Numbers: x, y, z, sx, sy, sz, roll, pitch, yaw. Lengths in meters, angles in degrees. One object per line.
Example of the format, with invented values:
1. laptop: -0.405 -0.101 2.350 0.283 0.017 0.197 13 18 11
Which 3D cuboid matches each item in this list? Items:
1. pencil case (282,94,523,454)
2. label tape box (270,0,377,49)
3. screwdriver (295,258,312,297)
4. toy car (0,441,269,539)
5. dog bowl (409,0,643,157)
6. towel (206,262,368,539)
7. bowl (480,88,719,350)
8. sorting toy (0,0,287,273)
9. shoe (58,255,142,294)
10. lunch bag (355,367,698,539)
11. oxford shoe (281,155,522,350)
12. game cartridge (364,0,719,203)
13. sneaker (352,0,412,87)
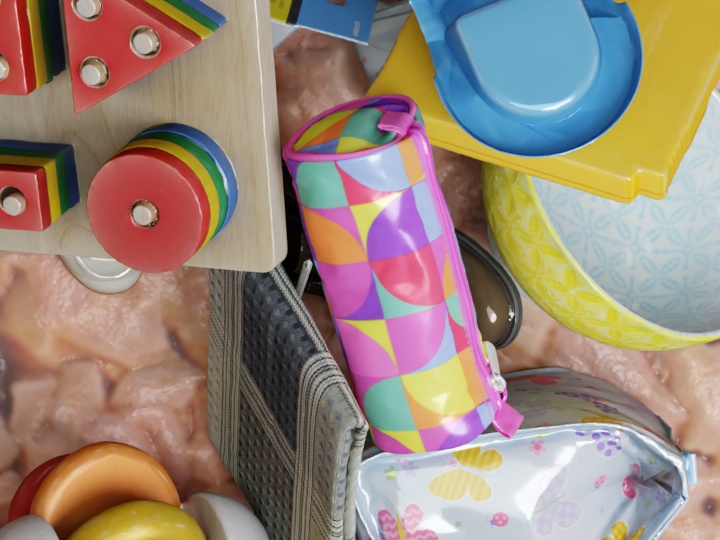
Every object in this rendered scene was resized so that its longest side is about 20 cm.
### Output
1. pencil case: 0.023 0.005 1.436 0.088 0.088 0.200 -20 114 1
2. label tape box: -0.093 -0.162 1.506 0.199 0.144 0.063 19 117 -4
3. screwdriver: -0.035 0.021 1.517 0.029 0.200 0.028 9 74 -9
4. toy car: -0.162 0.189 1.557 0.175 0.150 0.200 -4 130 -30
5. dog bowl: 0.077 -0.150 1.400 0.111 0.050 0.200 -22 79 -2
6. towel: -0.041 0.086 1.500 0.034 0.193 0.200 -16 139 -20
7. bowl: 0.138 -0.034 1.545 0.200 0.200 0.108 51 136 -7
8. sorting toy: -0.149 -0.092 1.409 0.198 0.070 0.201 5 114 20
9. shoe: -0.170 -0.081 1.566 0.070 0.053 0.201 -11 98 0
10. lunch bag: 0.092 0.130 1.546 0.199 0.170 0.128 -12 100 -1
11. oxford shoe: 0.000 0.000 1.529 0.200 0.084 0.073 23 111 23
12. game cartridge: 0.120 -0.136 1.476 0.176 0.032 0.200 18 59 16
13. sneaker: 0.082 -0.170 1.554 0.200 0.078 0.100 -27 83 -6
